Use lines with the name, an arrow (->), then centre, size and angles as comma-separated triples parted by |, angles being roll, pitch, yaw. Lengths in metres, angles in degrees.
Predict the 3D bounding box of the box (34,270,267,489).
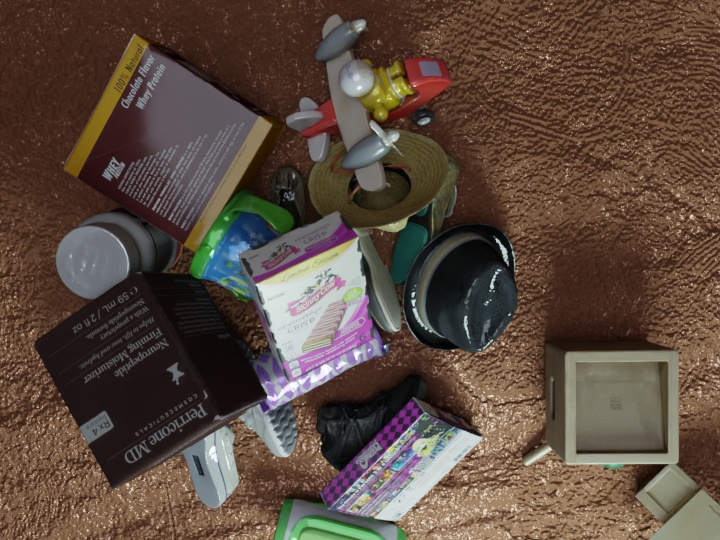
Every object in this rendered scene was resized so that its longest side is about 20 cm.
box -> -0.254, 0.127, 0.814 | 0.166, 0.164, 0.200 | -33, 82, 7

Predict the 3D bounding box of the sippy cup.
sippy cup -> -0.139, -0.019, 0.877 | 0.130, 0.178, 0.140 | 33, 88, -4

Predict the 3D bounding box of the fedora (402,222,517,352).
fedora -> 0.155, 0.039, 0.896 | 0.200, 0.092, 0.201 | -9, 116, -18

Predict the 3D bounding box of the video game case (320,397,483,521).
video game case -> 0.066, 0.286, 0.958 | 0.200, 0.036, 0.181 | -48, 137, 10

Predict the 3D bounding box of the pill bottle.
pill bottle -> -0.317, -0.028, 0.869 | 0.109, 0.200, 0.110 | 0, 102, 2

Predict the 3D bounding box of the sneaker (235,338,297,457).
sneaker -> -0.168, 0.200, 0.990 | 0.082, 0.075, 0.200 | -28, 96, 25

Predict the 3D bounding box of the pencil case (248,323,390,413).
pencil case -> -0.062, 0.127, 0.934 | 0.200, 0.084, 0.086 | -22, 136, -13

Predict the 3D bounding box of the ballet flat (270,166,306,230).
ballet flat -> -0.101, -0.049, 0.937 | 0.067, 0.046, 0.201 | -1, 102, 2

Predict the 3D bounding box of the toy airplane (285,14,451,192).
toy airplane -> -0.008, -0.226, 0.848 | 0.200, 0.141, 0.199 | 30, 86, 17

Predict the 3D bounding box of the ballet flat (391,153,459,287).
ballet flat -> 0.098, -0.069, 0.925 | 0.070, 0.071, 0.201 | 12, 104, -1

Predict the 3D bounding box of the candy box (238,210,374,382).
candy box -> -0.061, 0.038, 0.821 | 0.136, 0.061, 0.200 | -26, 138, -14

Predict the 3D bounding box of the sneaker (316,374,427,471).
sneaker -> 0.009, 0.220, 0.976 | 0.114, 0.076, 0.199 | 38, 106, -13

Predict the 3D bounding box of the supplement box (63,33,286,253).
supplement box -> -0.241, -0.168, 0.872 | 0.200, 0.133, 0.198 | 32, 101, -6

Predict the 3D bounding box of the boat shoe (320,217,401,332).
boat shoe -> 0.000, 0.000, 0.926 | 0.057, 0.067, 0.200 | -26, 81, 24

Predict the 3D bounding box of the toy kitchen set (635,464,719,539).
toy kitchen set -> 0.516, 0.435, 1.013 | 0.163, 0.180, 0.200 | -47, 57, 7

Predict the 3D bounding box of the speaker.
speaker -> -0.034, 0.421, 1.016 | 0.199, 0.088, 0.089 | 15, 102, -2

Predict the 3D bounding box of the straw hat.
straw hat -> 0.031, -0.101, 0.885 | 0.200, 0.201, 0.085 | -15, 137, 5

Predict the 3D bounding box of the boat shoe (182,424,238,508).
boat shoe -> -0.229, 0.263, 0.997 | 0.071, 0.070, 0.201 | -2, 108, 32

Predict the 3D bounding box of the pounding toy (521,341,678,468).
pounding toy -> 0.343, 0.207, 0.951 | 0.184, 0.142, 0.201 | -1, 91, 1
